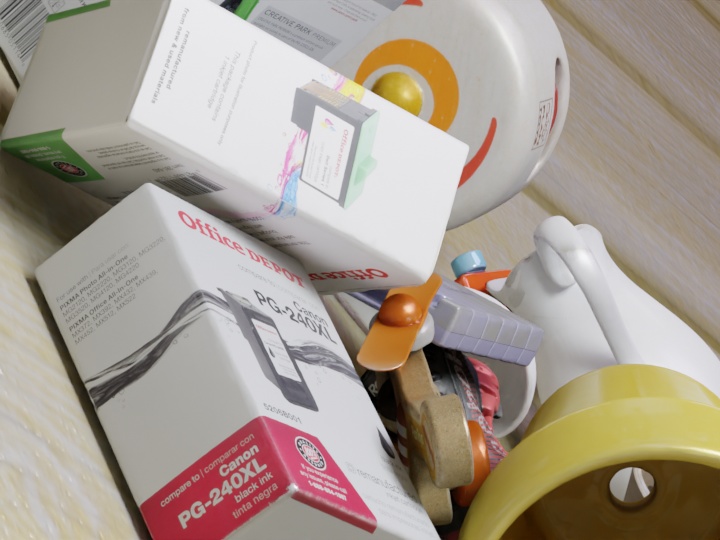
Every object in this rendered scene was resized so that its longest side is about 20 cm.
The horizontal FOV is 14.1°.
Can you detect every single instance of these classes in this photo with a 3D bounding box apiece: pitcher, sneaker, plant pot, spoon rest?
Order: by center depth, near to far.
[{"bbox_3d":[0.148,0.144,1.521,0.201,0.201,0.189,47,15,-14],"label":"plant pot"},{"bbox_3d":[0.043,0.098,1.682,0.098,0.071,0.201,43,17,-27],"label":"sneaker"},{"bbox_3d":[0.035,0.024,1.811,0.061,0.099,0.200,-20,56,-39],"label":"spoon rest"},{"bbox_3d":[0.165,0.062,1.862,0.200,0.121,0.172,59,-3,10],"label":"pitcher"}]

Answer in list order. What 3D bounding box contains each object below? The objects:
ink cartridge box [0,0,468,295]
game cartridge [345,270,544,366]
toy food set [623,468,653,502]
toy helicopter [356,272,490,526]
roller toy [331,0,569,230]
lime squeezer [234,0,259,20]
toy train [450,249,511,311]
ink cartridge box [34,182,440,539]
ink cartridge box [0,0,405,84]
[{"bbox_3d":[-0.066,-0.065,1.535,0.200,0.084,0.145,28,-17,-29],"label":"ink cartridge box"},{"bbox_3d":[0.000,0.000,1.700,0.200,0.038,0.130,28,2,28],"label":"game cartridge"},{"bbox_3d":[0.214,0.215,1.760,0.144,0.060,0.200,97,-30,-51],"label":"toy food set"},{"bbox_3d":[0.033,0.071,1.523,0.200,0.079,0.133,-158,-119,-82],"label":"toy helicopter"},{"bbox_3d":[0.041,-0.119,1.917,0.183,0.200,0.140,58,18,2],"label":"roller toy"},{"bbox_3d":[-0.086,-0.064,1.643,0.038,0.070,0.201,-17,110,-54],"label":"lime squeezer"},{"bbox_3d":[0.127,0.080,1.974,0.150,0.056,0.200,-13,72,-47],"label":"toy train"},{"bbox_3d":[-0.061,0.069,1.450,0.145,0.083,0.200,28,29,-53],"label":"ink cartridge box"},{"bbox_3d":[-0.092,-0.160,1.682,0.084,0.175,0.200,58,18,24],"label":"ink cartridge box"}]
